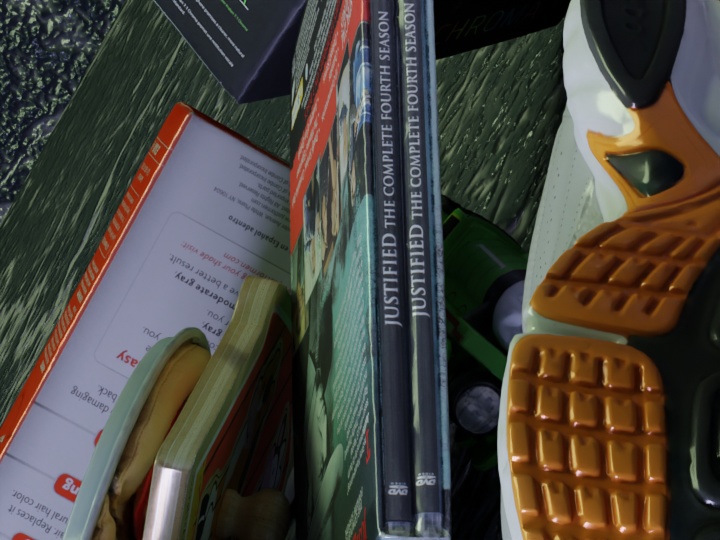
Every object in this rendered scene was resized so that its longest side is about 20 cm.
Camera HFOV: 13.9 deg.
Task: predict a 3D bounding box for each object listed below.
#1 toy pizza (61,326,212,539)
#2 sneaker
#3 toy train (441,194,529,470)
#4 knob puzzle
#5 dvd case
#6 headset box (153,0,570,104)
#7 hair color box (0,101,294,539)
[{"bbox_3d":[-0.068,0.117,0.922,0.200,0.032,0.201,14,-90,-83],"label":"toy pizza"},{"bbox_3d":[0.066,0.022,0.636,0.200,0.075,0.092,-76,-2,-45],"label":"sneaker"},{"bbox_3d":[0.028,0.011,0.880,0.056,0.042,0.200,-50,12,2],"label":"toy train"},{"bbox_3d":[-0.035,0.095,0.888,0.220,0.030,0.221,12,-90,-84],"label":"knob puzzle"},{"bbox_3d":[0.000,0.000,0.798,0.146,0.022,0.201,110,162,-65],"label":"dvd case"},{"bbox_3d":[0.037,-0.164,0.921,0.174,0.093,0.200,-18,-28,-48],"label":"headset box"},{"bbox_3d":[-0.068,0.052,1.046,0.200,0.101,0.061,-61,10,1],"label":"hair color box"}]
